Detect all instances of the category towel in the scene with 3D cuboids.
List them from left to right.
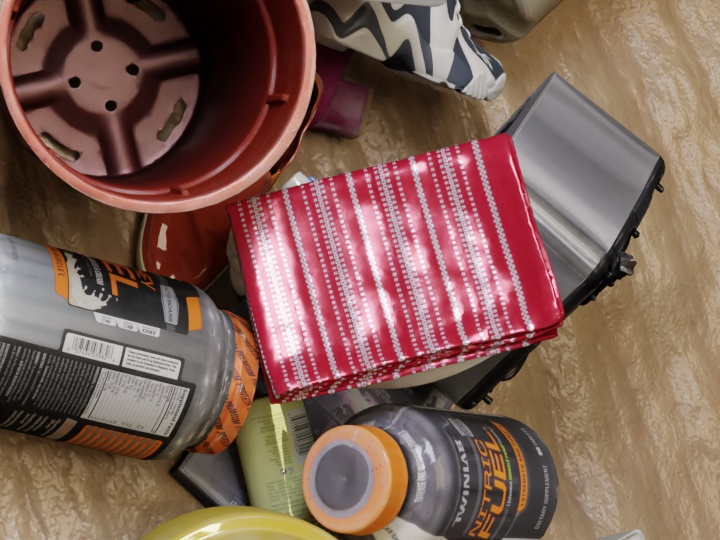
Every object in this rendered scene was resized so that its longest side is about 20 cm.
[{"bbox_3d":[0.022,-0.002,1.550,0.200,0.022,0.145,-14,74,2],"label":"towel"}]

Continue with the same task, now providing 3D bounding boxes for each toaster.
[{"bbox_3d":[0.117,-0.025,1.677,0.119,0.200,0.181,40,37,-4],"label":"toaster"}]

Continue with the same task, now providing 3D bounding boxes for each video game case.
[{"bbox_3d":[-0.028,0.113,1.678,0.143,0.019,0.200,43,58,-14],"label":"video game case"}]

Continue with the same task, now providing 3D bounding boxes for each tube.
[{"bbox_3d":[-0.043,0.182,1.614,0.058,0.052,0.200,-15,89,10],"label":"tube"}]

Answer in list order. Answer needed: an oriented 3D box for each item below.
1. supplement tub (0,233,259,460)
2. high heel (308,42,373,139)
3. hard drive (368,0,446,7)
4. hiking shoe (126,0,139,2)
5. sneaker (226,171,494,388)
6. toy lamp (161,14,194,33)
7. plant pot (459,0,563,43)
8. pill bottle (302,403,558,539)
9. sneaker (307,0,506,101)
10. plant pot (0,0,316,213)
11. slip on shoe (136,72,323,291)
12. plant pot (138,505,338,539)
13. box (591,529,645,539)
[{"bbox_3d":[-0.175,0.054,1.542,0.200,0.123,0.123,16,68,-28],"label":"supplement tub"},{"bbox_3d":[-0.031,-0.199,1.739,0.096,0.067,0.200,16,81,-38],"label":"high heel"},{"bbox_3d":[-0.053,-0.226,1.587,0.132,0.200,0.026,-3,117,-50],"label":"hard drive"},{"bbox_3d":[-0.206,-0.266,1.629,0.200,0.101,0.076,43,59,-14],"label":"hiking shoe"},{"bbox_3d":[0.000,0.000,1.590,0.081,0.200,0.147,-48,121,-51],"label":"sneaker"},{"bbox_3d":[-0.097,-0.251,1.720,0.058,0.058,0.200,22,67,-24],"label":"toy lamp"},{"bbox_3d":[0.125,-0.281,1.798,0.200,0.200,0.184,45,69,-13],"label":"plant pot"},{"bbox_3d":[0.044,0.146,1.617,0.200,0.106,0.106,10,69,-56],"label":"pill bottle"},{"bbox_3d":[0.050,-0.203,1.709,0.199,0.079,0.130,17,93,-41],"label":"sneaker"},{"bbox_3d":[-0.150,-0.135,1.548,0.201,0.195,0.201,0,90,-16],"label":"plant pot"},{"bbox_3d":[-0.090,-0.066,1.648,0.074,0.061,0.200,36,79,-10],"label":"slip on shoe"},{"bbox_3d":[-0.059,0.254,1.485,0.201,0.189,0.201,0,90,-19],"label":"plant pot"},{"bbox_3d":[0.122,0.268,1.614,0.109,0.200,0.128,-25,90,-34],"label":"box"}]
